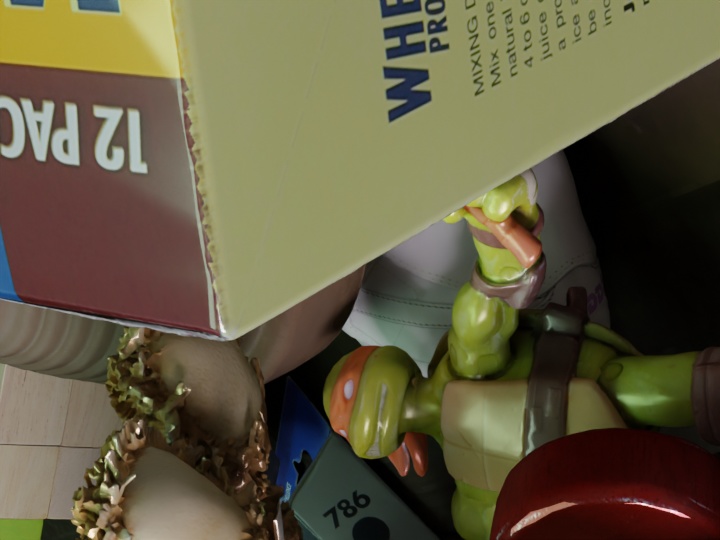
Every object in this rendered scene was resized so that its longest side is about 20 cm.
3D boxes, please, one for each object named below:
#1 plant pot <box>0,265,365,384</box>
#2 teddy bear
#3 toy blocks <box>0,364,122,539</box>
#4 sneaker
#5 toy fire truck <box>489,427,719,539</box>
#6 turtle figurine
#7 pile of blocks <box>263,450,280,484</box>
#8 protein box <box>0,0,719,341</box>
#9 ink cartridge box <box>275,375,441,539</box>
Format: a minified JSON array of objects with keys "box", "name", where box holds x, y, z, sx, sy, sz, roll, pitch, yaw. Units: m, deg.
[{"box":[-0.095,-0.045,0.764,0.201,0.093,0.201,37,141,36],"name":"plant pot"},{"box":[-0.046,0.101,0.733,0.200,0.067,0.145,79,-174,-55],"name":"teddy bear"},{"box":[-0.122,-0.009,0.960,0.137,0.100,0.200,28,110,55],"name":"toy blocks"},{"box":[0.000,0.000,0.825,0.200,0.075,0.100,-6,113,62],"name":"sneaker"},{"box":[0.112,0.124,0.663,0.200,0.112,0.168,-13,129,21],"name":"toy fire truck"},{"box":[0.057,0.048,0.729,0.161,0.064,0.200,9,121,13],"name":"turtle figurine"},{"box":[-0.091,0.071,1.033,0.062,0.082,0.200,55,166,-22],"name":"pile of blocks"},{"box":[-0.027,-0.120,0.518,0.135,0.200,0.199,8,115,36],"name":"protein box"},{"box":[0.021,0.137,0.989,0.200,0.039,0.099,46,153,23],"name":"ink cartridge box"}]
